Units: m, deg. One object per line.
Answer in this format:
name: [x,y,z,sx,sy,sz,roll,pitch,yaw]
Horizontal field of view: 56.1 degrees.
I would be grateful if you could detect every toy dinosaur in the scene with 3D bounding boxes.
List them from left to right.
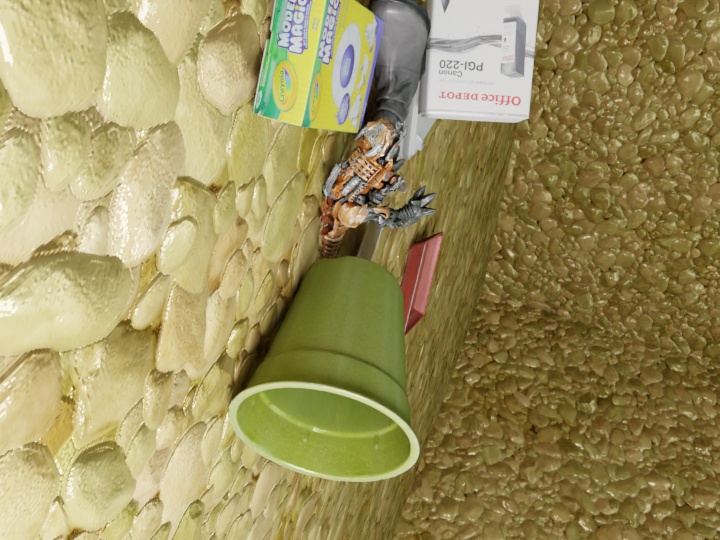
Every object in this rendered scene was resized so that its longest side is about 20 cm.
toy dinosaur: [0.001,-0.091,0.771,0.134,0.199,0.104,-12,78,-40]

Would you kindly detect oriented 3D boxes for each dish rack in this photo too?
dish rack: [0.101,-0.274,1.039,0.201,0.043,0.174,-60,159,-46]

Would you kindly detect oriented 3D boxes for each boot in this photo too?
boot: [0.037,-0.221,0.799,0.200,0.068,0.135,45,61,-72]

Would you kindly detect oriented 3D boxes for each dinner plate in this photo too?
dinner plate: [0.000,0.000,0.921,0.200,0.024,0.204,-159,-91,-89]

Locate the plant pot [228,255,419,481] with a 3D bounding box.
plant pot: [-0.024,0.095,0.736,0.202,0.195,0.193,89,10,-50]

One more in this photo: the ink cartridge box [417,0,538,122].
ink cartridge box: [0.154,-0.304,0.896,0.085,0.142,0.205,-102,-165,-78]

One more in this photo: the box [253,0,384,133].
box: [-0.035,-0.190,0.612,0.200,0.047,0.120,-26,131,-69]

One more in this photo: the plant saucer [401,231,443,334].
plant saucer: [0.122,0.021,1.443,0.199,0.036,0.205,-27,131,-71]
